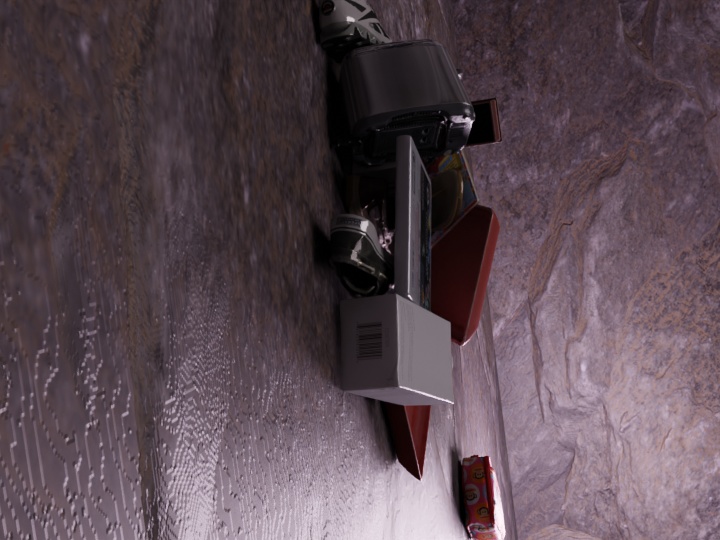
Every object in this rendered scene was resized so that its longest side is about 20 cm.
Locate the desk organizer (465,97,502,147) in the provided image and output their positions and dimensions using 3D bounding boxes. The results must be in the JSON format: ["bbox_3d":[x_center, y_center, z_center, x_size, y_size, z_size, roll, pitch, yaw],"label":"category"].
[{"bbox_3d":[0.125,-0.228,1.431,0.077,0.196,0.073,-39,120,-72],"label":"desk organizer"}]

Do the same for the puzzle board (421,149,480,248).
[{"bbox_3d":[0.105,-0.121,1.365,0.200,0.017,0.153,-47,-129,51],"label":"puzzle board"}]

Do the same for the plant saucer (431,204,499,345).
[{"bbox_3d":[0.142,-0.008,1.357,0.199,0.036,0.204,28,-72,63],"label":"plant saucer"}]

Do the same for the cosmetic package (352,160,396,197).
[{"bbox_3d":[0.040,-0.201,1.295,0.108,0.083,0.203,63,23,-56],"label":"cosmetic package"}]

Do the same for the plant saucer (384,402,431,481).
[{"bbox_3d":[0.067,0.175,1.329,0.201,0.036,0.203,-73,152,-60],"label":"plant saucer"}]

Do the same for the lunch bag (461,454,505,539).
[{"bbox_3d":[0.269,0.500,1.966,0.201,0.080,0.179,67,17,-55],"label":"lunch bag"}]

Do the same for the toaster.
[{"bbox_3d":[0.048,-0.221,1.169,0.114,0.196,0.131,95,-17,-64],"label":"toaster"}]

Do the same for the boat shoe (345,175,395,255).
[{"bbox_3d":[0.035,-0.068,1.232,0.201,0.071,0.073,63,24,-56],"label":"boat shoe"}]

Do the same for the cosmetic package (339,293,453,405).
[{"bbox_3d":[0.050,0.105,1.111,0.200,0.080,0.115,33,54,-62],"label":"cosmetic package"}]

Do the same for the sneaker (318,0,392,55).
[{"bbox_3d":[-0.004,-0.334,1.193,0.200,0.073,0.090,1,79,-73],"label":"sneaker"}]

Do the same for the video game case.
[{"bbox_3d":[0.069,-0.048,1.153,0.182,0.023,0.204,46,44,-72],"label":"video game case"}]

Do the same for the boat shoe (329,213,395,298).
[{"bbox_3d":[0.000,0.000,1.070,0.200,0.069,0.065,52,44,-64],"label":"boat shoe"}]

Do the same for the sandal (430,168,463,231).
[{"bbox_3d":[0.086,-0.094,1.329,0.053,0.199,0.082,-1,79,-34],"label":"sandal"}]
